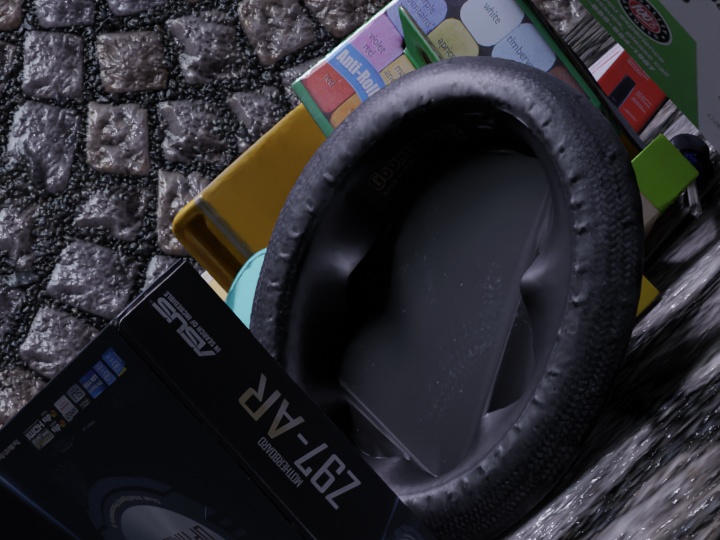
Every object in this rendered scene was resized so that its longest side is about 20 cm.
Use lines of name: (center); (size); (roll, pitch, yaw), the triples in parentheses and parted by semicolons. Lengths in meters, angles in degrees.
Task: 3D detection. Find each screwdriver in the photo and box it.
screwdriver: (0.165, -0.045, 1.026); (0.029, 0.028, 0.200); (-14, 9, 5)

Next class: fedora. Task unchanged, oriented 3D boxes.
fedora: (0.049, 0.020, 0.848); (0.200, 0.202, 0.091); (-42, -32, 24)

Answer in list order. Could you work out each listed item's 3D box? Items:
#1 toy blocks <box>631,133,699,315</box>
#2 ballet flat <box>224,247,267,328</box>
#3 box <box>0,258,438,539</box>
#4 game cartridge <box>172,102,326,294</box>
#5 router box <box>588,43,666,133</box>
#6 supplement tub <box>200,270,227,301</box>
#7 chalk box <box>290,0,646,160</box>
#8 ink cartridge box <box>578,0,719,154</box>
toy blocks: (0.065, 0.019, 0.995); (0.200, 0.100, 0.137); (-43, -8, -5)
ballet flat: (-0.041, 0.088, 0.973); (0.067, 0.075, 0.201); (-15, 50, 31)
box: (-0.072, 0.105, 0.829); (0.044, 0.160, 0.200); (-44, 4, -41)
game cartridge: (0.000, 0.000, 1.123); (0.032, 0.176, 0.200); (-41, 3, 25)
router box: (0.141, -0.086, 1.569); (0.200, 0.049, 0.180); (-40, 5, 45)
supplement tub: (-0.056, 0.073, 1.134); (0.145, 0.146, 0.200); (-41, 3, 28)
chalk box: (0.059, -0.072, 1.071); (0.124, 0.125, 0.200); (-38, -24, 10)
ink cartridge box: (0.157, -0.086, 0.587); (0.084, 0.145, 0.200); (-45, 4, -16)
